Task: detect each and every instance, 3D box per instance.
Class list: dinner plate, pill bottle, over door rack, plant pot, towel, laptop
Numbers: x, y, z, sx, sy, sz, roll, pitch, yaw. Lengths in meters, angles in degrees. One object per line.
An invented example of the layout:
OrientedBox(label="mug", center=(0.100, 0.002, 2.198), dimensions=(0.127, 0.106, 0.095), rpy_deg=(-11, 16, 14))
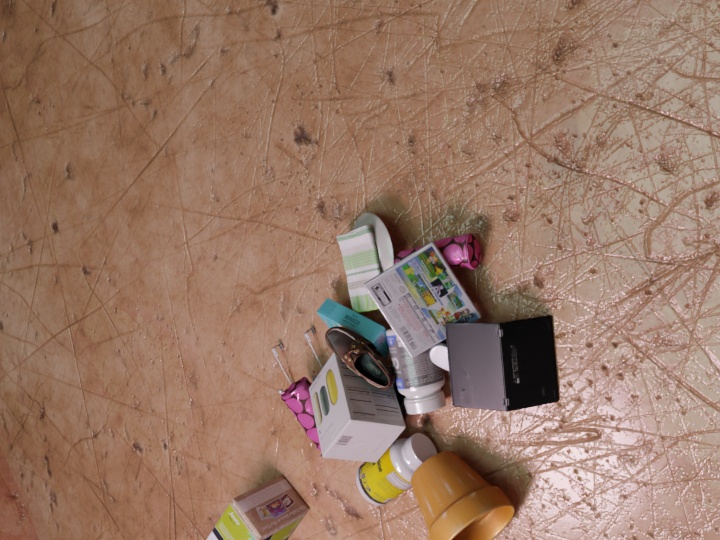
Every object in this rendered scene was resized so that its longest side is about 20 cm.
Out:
OrientedBox(label="dinner plate", center=(0.019, -0.039, 1.697), dimensions=(0.200, 0.024, 0.201), rpy_deg=(27, 122, 55))
OrientedBox(label="pill bottle", center=(0.133, 0.225, 1.639), dimensions=(0.114, 0.114, 0.200), rpy_deg=(-14, 87, 37))
OrientedBox(label="pill bottle", center=(0.089, 0.478, 1.704), dimensions=(0.200, 0.112, 0.113), rpy_deg=(-44, 71, 31))
OrientedBox(label="over door rack", center=(-0.162, 0.275, 1.891), dimensions=(0.148, 0.067, 0.200), rpy_deg=(-26, 80, 35))
OrientedBox(label="plant pot", center=(0.212, 0.518, 1.584), dimensions=(0.183, 0.200, 0.200), rpy_deg=(52, 123, 38))
OrientedBox(label="towel", center=(0.000, 0.000, 1.688), dimensions=(0.149, 0.031, 0.200), rpy_deg=(-15, 85, 61))
OrientedBox(label="laptop", center=(0.304, 0.197, 1.517), dimensions=(0.116, 0.200, 0.188), rpy_deg=(-174, 78, -73))

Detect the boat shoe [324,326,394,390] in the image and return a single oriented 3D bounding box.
OrientedBox(label="boat shoe", center=(-0.002, 0.200, 1.634), dimensions=(0.200, 0.070, 0.070), rpy_deg=(37, 94, 8))

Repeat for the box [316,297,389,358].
OrientedBox(label="box", center=(-0.012, 0.141, 1.736), dimensions=(0.200, 0.082, 0.049), rpy_deg=(25, 69, 39))

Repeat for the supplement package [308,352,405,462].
OrientedBox(label="supplement package", center=(-0.013, 0.327, 1.680), dimensions=(0.152, 0.150, 0.200), rpy_deg=(-57, 33, 33))

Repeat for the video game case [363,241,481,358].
OrientedBox(label="video game case", center=(0.136, 0.066, 1.546), dimensions=(0.182, 0.022, 0.200), rpy_deg=(-32, 95, 13))

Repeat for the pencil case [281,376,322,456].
OrientedBox(label="pencil case", center=(-0.125, 0.373, 1.810), dimensions=(0.094, 0.091, 0.200), rpy_deg=(-23, 106, 33))

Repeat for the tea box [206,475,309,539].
OrientedBox(label="tea box", center=(-0.284, 0.707, 1.953), dimensions=(0.134, 0.200, 0.197), rpy_deg=(45, 118, 23))

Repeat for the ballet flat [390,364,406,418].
OrientedBox(label="ballet flat", center=(0.086, 0.311, 1.718), dimensions=(0.066, 0.057, 0.200), rpy_deg=(14, 100, 37))

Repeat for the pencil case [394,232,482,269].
OrientedBox(label="pencil case", center=(0.178, -0.023, 1.594), dimensions=(0.200, 0.094, 0.091), rpy_deg=(-13, 44, 37))

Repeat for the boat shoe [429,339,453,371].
OrientedBox(label="boat shoe", center=(0.250, 0.216, 1.581), dimensions=(0.200, 0.068, 0.072), rpy_deg=(28, 117, 7))
